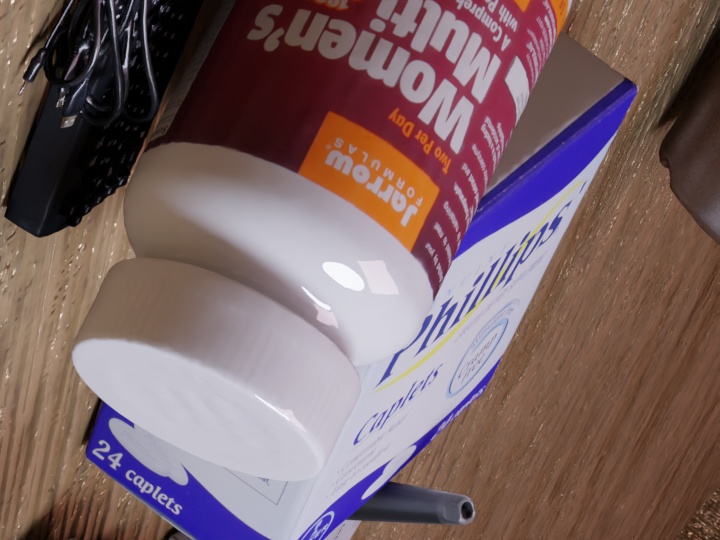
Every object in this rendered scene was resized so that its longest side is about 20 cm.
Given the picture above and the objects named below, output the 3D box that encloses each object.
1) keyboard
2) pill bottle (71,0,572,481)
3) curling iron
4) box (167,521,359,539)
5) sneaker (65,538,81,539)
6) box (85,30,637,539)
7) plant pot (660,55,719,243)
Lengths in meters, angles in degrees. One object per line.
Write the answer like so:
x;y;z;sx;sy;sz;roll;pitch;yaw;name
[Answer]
-0.061;-0.083;0.833;0.104;0.040;0.200;-36;157;-51;keyboard
-0.013;-0.038;0.866;0.110;0.109;0.200;91;23;-66;pill bottle
-0.019;0.108;1.188;0.200;0.050;0.026;-9;-146;47;curling iron
-0.072;0.182;1.408;0.200;0.041;0.156;-25;149;-60;box
-0.133;0.180;1.180;0.105;0.076;0.200;-41;157;-2;sneaker
0.000;0.000;1.088;0.184;0.105;0.200;-39;159;-47;box
0.306;-0.105;1.640;0.198;0.200;0.200;-53;167;28;plant pot
